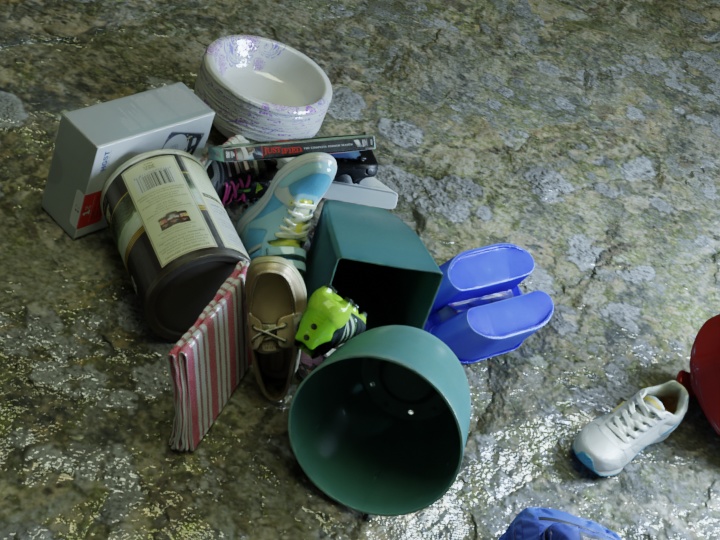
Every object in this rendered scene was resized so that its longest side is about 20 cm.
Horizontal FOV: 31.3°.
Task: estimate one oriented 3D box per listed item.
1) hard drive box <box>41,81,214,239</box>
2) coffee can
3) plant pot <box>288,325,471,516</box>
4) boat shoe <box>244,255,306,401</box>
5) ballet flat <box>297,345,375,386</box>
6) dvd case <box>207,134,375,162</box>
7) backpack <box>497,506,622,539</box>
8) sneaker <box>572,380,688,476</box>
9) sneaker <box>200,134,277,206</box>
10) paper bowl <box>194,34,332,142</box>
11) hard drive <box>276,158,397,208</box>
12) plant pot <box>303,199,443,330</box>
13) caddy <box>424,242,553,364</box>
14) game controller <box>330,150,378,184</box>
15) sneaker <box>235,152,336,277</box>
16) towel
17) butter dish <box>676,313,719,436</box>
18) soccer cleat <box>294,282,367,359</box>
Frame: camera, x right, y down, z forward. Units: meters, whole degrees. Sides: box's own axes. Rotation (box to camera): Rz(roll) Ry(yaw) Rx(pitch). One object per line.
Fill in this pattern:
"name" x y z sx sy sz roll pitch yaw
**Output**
"hard drive box" -0.305 -0.146 1.687 0.077 0.156 0.200 43 42 22
"coffee can" -0.226 -0.033 1.599 0.146 0.146 0.200 -3 45 -30
"plant pot" 0.038 0.155 1.482 0.200 0.201 0.161 28 27 6
"boat shoe" -0.100 0.070 1.504 0.072 0.200 0.065 2 42 0
"ballet flat" 0.020 0.118 1.607 0.200 0.071 0.069 12 41 -14
"dvd case" -0.094 -0.162 1.702 0.200 0.022 0.146 -7 8 -12
"backpack" 0.222 0.347 1.366 0.162 0.168 0.200 23 33 -11
"sneaker" 0.351 0.200 1.673 0.200 0.081 0.077 -23 59 -42
"sneaker" -0.173 -0.123 1.791 0.087 0.074 0.200 21 32 7
"paper bowl" -0.150 -0.258 1.937 0.200 0.104 0.201 16 36 -12
"hard drive" -0.039 -0.131 1.838 0.132 0.027 0.200 8 13 -19
"plant pot" 0.000 0.000 1.691 0.141 0.142 0.200 9 29 -18
"caddy" 0.162 0.046 1.743 0.200 0.105 0.142 -12 72 -37
"game controller" -0.032 -0.157 1.801 0.104 0.042 0.200 11 11 -6
"sneaker" -0.084 -0.053 1.666 0.079 0.200 0.131 9 52 -34
"towel" -0.170 0.095 1.480 0.030 0.147 0.200 12 36 14
"butter dish" 0.509 0.147 1.777 0.200 0.148 0.200 61 33 -17
"soccer cleat" -0.040 0.064 1.502 0.067 0.081 0.200 35 -2 10
